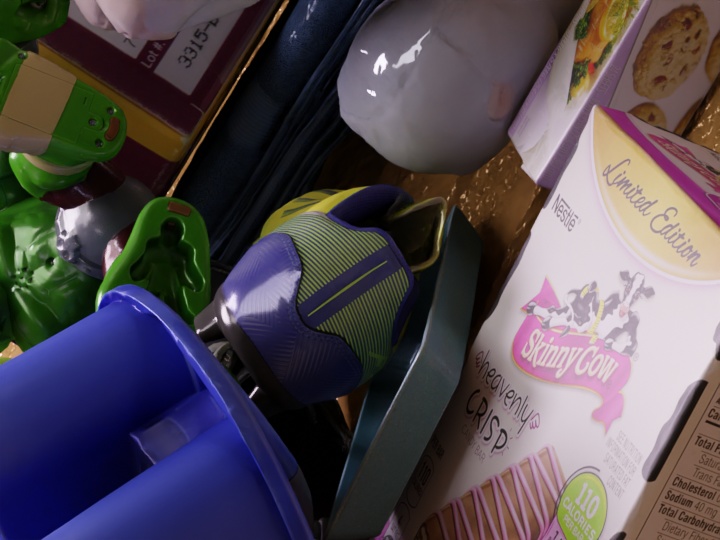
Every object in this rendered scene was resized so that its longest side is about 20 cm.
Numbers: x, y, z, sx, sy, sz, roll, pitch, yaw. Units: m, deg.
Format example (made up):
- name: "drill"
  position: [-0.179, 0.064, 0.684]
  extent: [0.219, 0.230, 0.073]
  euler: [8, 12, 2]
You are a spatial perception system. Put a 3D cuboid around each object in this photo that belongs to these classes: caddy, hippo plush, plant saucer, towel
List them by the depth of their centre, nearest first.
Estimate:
- name: "caddy"
  position: [-0.060, 0.097, 0.942]
  extent: [0.141, 0.105, 0.200]
  euler: [51, 157, 35]
- name: "plant saucer"
  position: [0.018, 0.032, 1.004]
  extent: [0.070, 0.019, 0.200]
  euler: [-63, 3, 14]
- name: "hippo plush"
  position: [-0.001, -0.117, 1.054]
  extent: [0.159, 0.161, 0.200]
  euler: [-19, 36, 44]
- name: "towel"
  position: [-0.016, -0.080, 1.193]
  extent: [0.200, 0.048, 0.112]
  euler: [-56, 8, 29]

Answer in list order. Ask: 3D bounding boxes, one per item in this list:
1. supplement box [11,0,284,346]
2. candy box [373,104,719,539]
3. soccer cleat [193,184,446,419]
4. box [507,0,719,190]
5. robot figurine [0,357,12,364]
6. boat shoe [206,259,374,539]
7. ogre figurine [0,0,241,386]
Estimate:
- name: "supplement box"
  position: [-0.111, -0.074, 1.211]
  extent: [0.131, 0.103, 0.200]
  euler: [-61, 5, -33]
- name: "candy box"
  position: [0.071, 0.068, 0.902]
  extent: [0.201, 0.061, 0.136]
  euler: [-63, 25, 14]
- name: "soccer cleat"
  position: [0.000, 0.001, 1.031]
  extent: [0.084, 0.065, 0.200]
  euler: [-34, 4, 11]
- name: "box"
  position: [0.114, -0.110, 0.971]
  extent: [0.200, 0.041, 0.039]
  euler: [-59, 27, 21]
- name: "robot figurine"
  position: [-0.218, 0.117, 1.396]
  extent: [0.200, 0.115, 0.176]
  euler: [-44, 65, 43]
- name: "boat shoe"
  position: [-0.033, 0.054, 1.099]
  extent: [0.200, 0.072, 0.068]
  euler: [-115, 23, -49]
- name: "ogre figurine"
  position: [-0.101, -0.006, 1.072]
  extent: [0.098, 0.200, 0.120]
  euler: [-42, -6, -27]
